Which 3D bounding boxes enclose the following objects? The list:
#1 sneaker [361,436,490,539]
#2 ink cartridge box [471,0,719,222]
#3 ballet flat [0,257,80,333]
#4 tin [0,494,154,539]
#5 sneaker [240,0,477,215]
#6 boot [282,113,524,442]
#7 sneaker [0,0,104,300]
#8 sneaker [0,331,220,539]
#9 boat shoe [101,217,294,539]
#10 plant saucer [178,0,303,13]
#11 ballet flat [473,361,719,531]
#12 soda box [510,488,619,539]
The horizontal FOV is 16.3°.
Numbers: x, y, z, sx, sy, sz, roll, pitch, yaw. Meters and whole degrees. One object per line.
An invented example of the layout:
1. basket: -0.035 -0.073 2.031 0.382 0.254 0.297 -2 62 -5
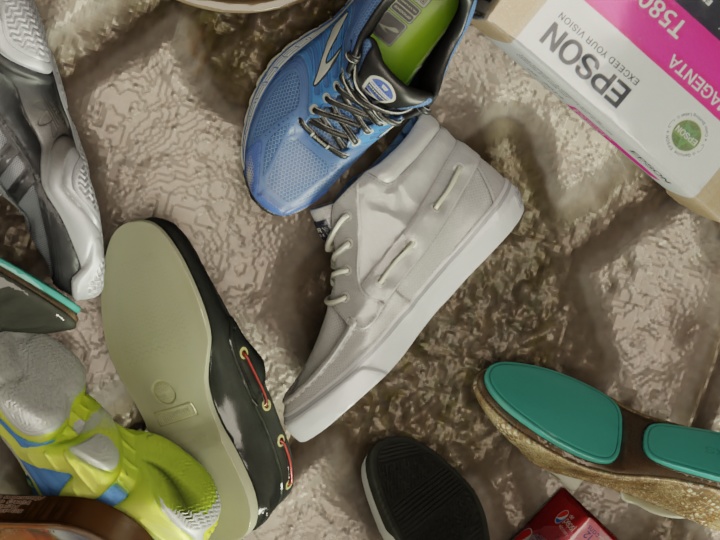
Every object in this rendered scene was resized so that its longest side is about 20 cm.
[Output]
1. sneaker: 0.045 0.210 1.544 0.083 0.121 0.200 -15 65 -38
2. ink cartridge box: 0.186 -0.153 1.491 0.200 0.075 0.165 38 92 -17
3. ballet flat: -0.257 -0.008 1.438 0.200 0.068 0.068 36 83 -5
4. tin: -0.203 0.183 1.462 0.199 0.042 0.112 1 116 19
5. sneaker: -0.002 -0.111 1.448 0.078 0.089 0.200 32 109 -16
6. boot: 0.000 0.000 1.498 0.096 0.074 0.200 42 83 -11
7. sneaker: -0.218 -0.069 1.434 0.113 0.075 0.201 -17 102 -3
8. sneaker: -0.181 0.115 1.478 0.200 0.076 0.105 39 126 7
9. boat shoe: -0.096 0.060 1.492 0.073 0.063 0.202 -10 105 34
10. plant saucer: -0.069 -0.249 1.443 0.199 0.029 0.201 -3 103 -11
11. ballet flat: 0.157 0.116 1.547 0.199 0.071 0.065 21 135 0
12. soda box: 0.176 0.232 1.581 0.070 0.063 0.200 -45 107 1
